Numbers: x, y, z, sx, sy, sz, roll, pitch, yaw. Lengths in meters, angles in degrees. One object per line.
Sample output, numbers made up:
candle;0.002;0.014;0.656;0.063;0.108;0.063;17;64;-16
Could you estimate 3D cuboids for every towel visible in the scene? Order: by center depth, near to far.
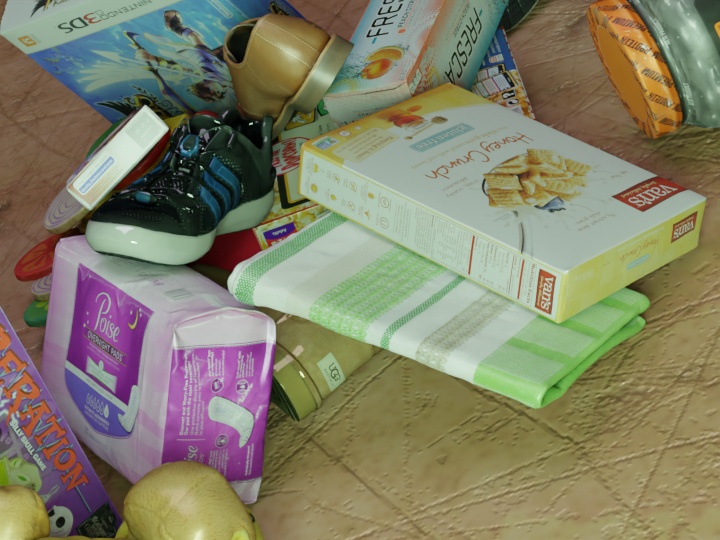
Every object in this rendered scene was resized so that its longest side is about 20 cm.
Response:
towel;0.045;0.019;1.222;0.200;0.031;0.149;21;31;25

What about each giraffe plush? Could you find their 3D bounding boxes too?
giraffe plush;-0.112;0.165;1.095;0.162;0.173;0.200;-27;-10;-25

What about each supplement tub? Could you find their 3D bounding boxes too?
supplement tub;0.253;-0.170;1.374;0.200;0.123;0.123;-26;28;-2

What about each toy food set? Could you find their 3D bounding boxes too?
toy food set;-0.165;-0.038;1.521;0.198;0.049;0.200;-9;44;51

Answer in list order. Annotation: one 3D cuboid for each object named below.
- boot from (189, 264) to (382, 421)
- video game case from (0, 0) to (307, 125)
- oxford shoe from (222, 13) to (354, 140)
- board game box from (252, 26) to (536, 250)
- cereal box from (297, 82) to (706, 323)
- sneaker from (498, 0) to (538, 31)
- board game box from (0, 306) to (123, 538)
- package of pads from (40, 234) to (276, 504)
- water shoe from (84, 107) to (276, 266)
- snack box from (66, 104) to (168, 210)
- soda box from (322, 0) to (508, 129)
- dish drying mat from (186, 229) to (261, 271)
boot;0.000;0.000;1.360;0.200;0.066;0.175;-35;42;-16
video game case;-0.126;-0.154;1.554;0.181;0.200;0.045;-13;52;36
oxford shoe;-0.059;-0.135;1.422;0.071;0.071;0.200;-61;7;-13
board game box;0.021;-0.083;1.473;0.200;0.046;0.152;-19;33;6
cereal box;0.083;-0.045;1.275;0.200;0.040;0.144;26;35;32
sneaker;0.125;-0.254;1.677;0.200;0.078;0.080;-39;22;-24
board game box;-0.221;0.107;1.208;0.032;0.200;0.120;13;47;48
package of pads;-0.126;0.055;1.294;0.076;0.121;0.200;-2;15;-30
water shoe;-0.111;-0.057;1.334;0.071;0.079;0.200;11;16;16
snack box;-0.162;-0.074;1.421;0.072;0.024;0.200;-47;8;-3
soda box;0.040;-0.152;1.453;0.064;0.068;0.200;-6;36;27
dish drying mat;-0.067;-0.035;1.515;0.077;0.018;0.200;-1;37;36
